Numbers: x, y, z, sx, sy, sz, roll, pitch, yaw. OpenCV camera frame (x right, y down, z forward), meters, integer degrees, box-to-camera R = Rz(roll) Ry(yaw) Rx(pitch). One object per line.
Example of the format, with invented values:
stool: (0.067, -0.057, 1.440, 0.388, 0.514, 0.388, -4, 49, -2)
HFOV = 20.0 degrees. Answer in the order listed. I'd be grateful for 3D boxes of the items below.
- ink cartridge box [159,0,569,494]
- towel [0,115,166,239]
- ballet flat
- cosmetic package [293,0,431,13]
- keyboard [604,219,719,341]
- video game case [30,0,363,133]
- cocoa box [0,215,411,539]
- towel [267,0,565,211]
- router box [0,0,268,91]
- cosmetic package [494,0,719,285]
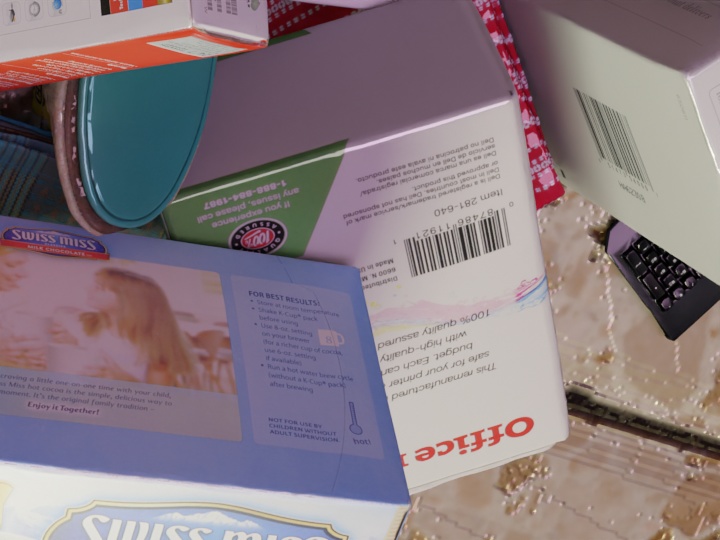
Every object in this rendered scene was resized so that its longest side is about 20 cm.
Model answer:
ink cartridge box: (0.000, 0.000, 0.856, 0.144, 0.084, 0.201, -17, 133, -3)
towel: (-0.159, 0.031, 0.886, 0.146, 0.022, 0.201, 16, 113, -26)
ballet flat: (-0.085, -0.114, 0.751, 0.067, 0.062, 0.202, 5, 95, -39)
cosmetic package: (-0.049, -0.152, 0.817, 0.199, 0.051, 0.083, 4, 103, -20)
keyboard: (0.223, -0.043, 1.030, 0.200, 0.040, 0.104, -42, 118, -3)
video game case: (-0.045, -0.098, 0.905, 0.199, 0.025, 0.182, 1, 108, -24)
cocoa box: (-0.099, 0.073, 0.748, 0.199, 0.134, 0.132, 8, 128, -18)
towel: (0.004, -0.084, 0.904, 0.144, 0.022, 0.201, -28, 118, -11)
router box: (-0.124, -0.166, 0.702, 0.049, 0.178, 0.202, 1, 85, -61)
cosmetic package: (0.190, -0.110, 0.899, 0.199, 0.199, 0.123, -30, 118, -10)
